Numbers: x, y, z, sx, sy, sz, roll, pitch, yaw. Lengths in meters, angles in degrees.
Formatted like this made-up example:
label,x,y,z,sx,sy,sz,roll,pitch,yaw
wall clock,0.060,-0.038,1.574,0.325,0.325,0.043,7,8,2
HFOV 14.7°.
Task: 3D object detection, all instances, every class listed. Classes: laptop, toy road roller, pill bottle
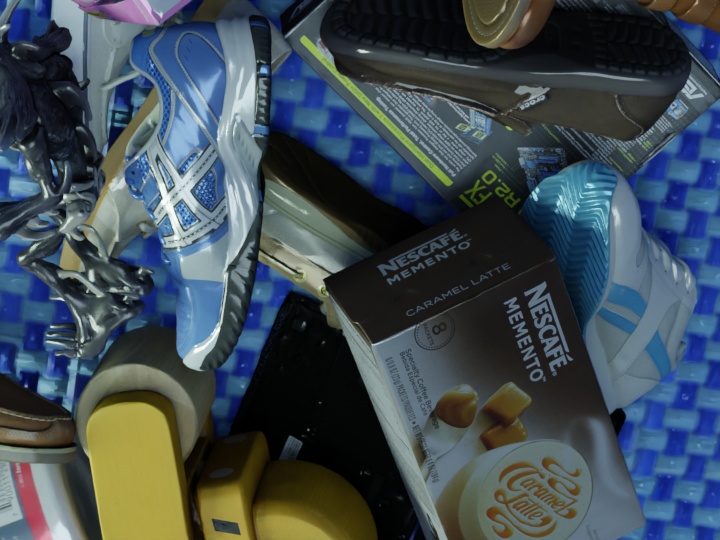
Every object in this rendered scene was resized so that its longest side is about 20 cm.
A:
label,x,y,z,sx,sy,sz,roll,pitch,yaw
laptop,0.027,0.123,1.675,0.200,0.103,0.177,28,110,14
toy road roller,-0.072,0.131,1.594,0.146,0.123,0.200,-9,105,7
pill bottle,-0.247,0.171,1.620,0.200,0.120,0.120,-21,112,6

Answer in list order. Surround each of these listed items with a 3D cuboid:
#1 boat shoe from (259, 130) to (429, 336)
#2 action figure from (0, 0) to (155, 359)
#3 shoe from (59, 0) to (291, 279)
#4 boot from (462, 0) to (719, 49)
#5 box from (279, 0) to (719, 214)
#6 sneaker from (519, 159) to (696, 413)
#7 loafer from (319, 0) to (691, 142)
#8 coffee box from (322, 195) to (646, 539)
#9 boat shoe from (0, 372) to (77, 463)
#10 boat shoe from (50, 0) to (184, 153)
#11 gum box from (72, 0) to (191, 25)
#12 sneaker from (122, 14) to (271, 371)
label,x,y,z,sx,sy,sz,roll,pitch,yaw
boat shoe,0.000,0.000,1.595,0.200,0.074,0.066,38,118,-15
action figure,-0.179,-0.049,1.461,0.102,0.119,0.200,-11,124,12
shoe,-0.106,-0.064,1.550,0.053,0.070,0.200,34,111,4
boot,0.142,-0.163,1.471,0.155,0.200,0.074,35,144,-21
box,0.080,-0.121,1.558,0.160,0.044,0.200,-42,108,14
sneaker,0.142,0.000,1.567,0.081,0.077,0.200,-31,147,-16
loafer,0.075,-0.103,1.501,0.200,0.073,0.071,10,131,1
coffee box,0.071,0.074,1.548,0.114,0.080,0.200,-26,124,-8
boat shoe,-0.244,0.055,1.562,0.200,0.072,0.068,16,96,22
boat shoe,-0.126,-0.152,1.525,0.086,0.075,0.202,2,103,-8
gum box,-0.071,-0.204,1.438,0.200,0.113,0.066,-39,107,-14
sneaker,-0.089,-0.043,1.500,0.077,0.076,0.200,3,108,-3
